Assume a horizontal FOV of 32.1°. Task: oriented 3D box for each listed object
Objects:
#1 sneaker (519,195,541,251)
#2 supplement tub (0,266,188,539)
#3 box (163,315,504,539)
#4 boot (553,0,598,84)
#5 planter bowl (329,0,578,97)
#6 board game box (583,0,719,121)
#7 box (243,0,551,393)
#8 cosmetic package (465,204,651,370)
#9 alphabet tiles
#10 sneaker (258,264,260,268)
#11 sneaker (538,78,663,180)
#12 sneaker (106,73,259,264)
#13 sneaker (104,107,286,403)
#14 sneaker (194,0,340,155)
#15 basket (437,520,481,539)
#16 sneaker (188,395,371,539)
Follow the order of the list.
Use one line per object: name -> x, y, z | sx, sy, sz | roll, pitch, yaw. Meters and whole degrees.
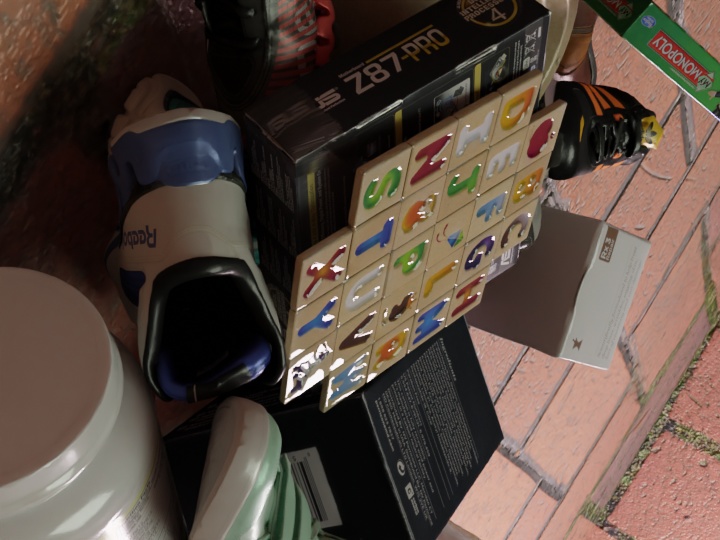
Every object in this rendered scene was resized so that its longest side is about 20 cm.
sneaker -> 0.065, -0.070, 0.857 | 0.074, 0.200, 0.080 | -23, 116, -7
supplement tub -> -0.167, 0.108, 0.619 | 0.145, 0.145, 0.200 | -46, 153, -30
box -> -0.012, 0.111, 0.812 | 0.200, 0.148, 0.107 | -35, 107, -64
boot -> 0.123, -0.161, 0.998 | 0.200, 0.068, 0.189 | -30, 155, -40
planter bowl -> 0.047, -0.156, 0.758 | 0.200, 0.135, 0.201 | -45, 152, -32
board game box -> 0.166, -0.187, 0.835 | 0.134, 0.200, 0.029 | 27, 113, -42
box -> 0.022, -0.040, 0.669 | 0.161, 0.049, 0.200 | -34, 149, -22
cosmetic package -> 0.104, -0.004, 0.926 | 0.074, 0.200, 0.102 | 16, 94, -46
alphabet tiles -> 0.035, -0.013, 0.645 | 0.200, 0.006, 0.167 | -32, 147, -36
sneaker -> 0.000, 0.000, 0.871 | 0.200, 0.112, 0.078 | -50, 155, -22
sneaker -> 0.182, -0.109, 0.941 | 0.200, 0.090, 0.070 | -41, 135, -71
sneaker -> -0.073, -0.039, 0.719 | 0.078, 0.080, 0.200 | -59, 157, -3
sneaker -> -0.085, 0.021, 0.621 | 0.080, 0.116, 0.200 | -8, 155, -9
sneaker -> -0.057, -0.153, 0.600 | 0.098, 0.071, 0.201 | -9, 108, -51
basket -> -0.020, 0.257, 1.033 | 0.200, 0.198, 0.161 | -60, 161, -2
sneaker -> -0.025, 0.131, 0.630 | 0.201, 0.118, 0.074 | 103, -3, -54
